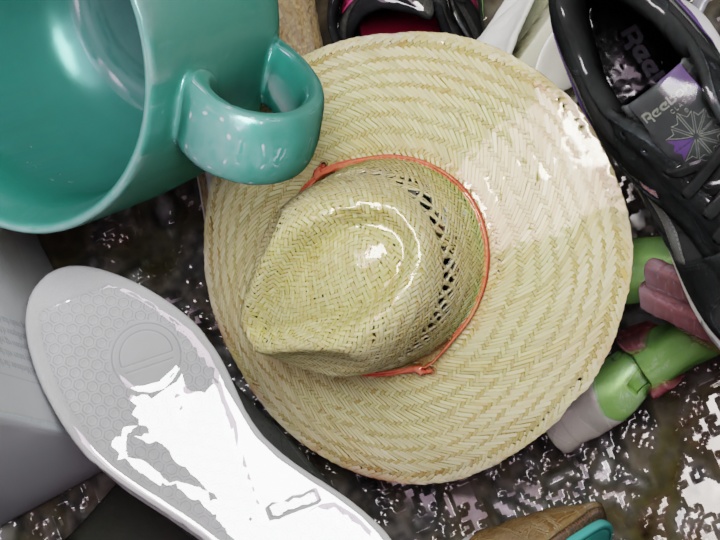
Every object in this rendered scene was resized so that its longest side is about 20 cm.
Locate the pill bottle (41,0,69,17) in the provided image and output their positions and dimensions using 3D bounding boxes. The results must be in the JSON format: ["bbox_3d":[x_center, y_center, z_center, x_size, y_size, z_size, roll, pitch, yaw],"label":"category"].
[{"bbox_3d":[-0.172,-0.198,1.038,0.111,0.111,0.200,-39,77,4],"label":"pill bottle"}]

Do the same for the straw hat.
[{"bbox_3d":[0.000,0.000,0.892,0.200,0.085,0.202,6,103,27],"label":"straw hat"}]

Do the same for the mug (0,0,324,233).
[{"bbox_3d":[-0.099,-0.090,0.909,0.152,0.114,0.185,-39,82,37],"label":"mug"}]

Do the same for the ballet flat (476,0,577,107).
[{"bbox_3d":[0.102,-0.122,0.967,0.069,0.070,0.200,29,67,14],"label":"ballet flat"}]

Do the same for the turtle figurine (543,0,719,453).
[{"bbox_3d":[0.147,-0.019,0.949,0.193,0.144,0.201,-25,64,24],"label":"turtle figurine"}]

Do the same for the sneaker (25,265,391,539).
[{"bbox_3d":[-0.066,0.084,0.957,0.200,0.099,0.071,43,77,7],"label":"sneaker"}]

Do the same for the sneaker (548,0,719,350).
[{"bbox_3d":[0.128,-0.033,0.828,0.076,0.088,0.200,-40,63,11],"label":"sneaker"}]

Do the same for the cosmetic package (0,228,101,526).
[{"bbox_3d":[-0.213,0.012,0.972,0.123,0.199,0.201,-30,77,6],"label":"cosmetic package"}]

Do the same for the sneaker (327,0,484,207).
[{"bbox_3d":[0.019,-0.129,1.003,0.076,0.084,0.201,-19,79,8],"label":"sneaker"}]

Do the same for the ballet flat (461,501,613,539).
[{"bbox_3d":[0.028,0.170,0.978,0.072,0.068,0.201,35,94,33],"label":"ballet flat"}]

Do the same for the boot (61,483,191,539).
[{"bbox_3d":[-0.132,0.142,0.959,0.077,0.138,0.201,27,80,27],"label":"boot"}]

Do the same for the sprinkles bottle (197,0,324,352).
[{"bbox_3d":[-0.043,-0.067,0.992,0.068,0.068,0.201,-8,96,10],"label":"sprinkles bottle"}]
